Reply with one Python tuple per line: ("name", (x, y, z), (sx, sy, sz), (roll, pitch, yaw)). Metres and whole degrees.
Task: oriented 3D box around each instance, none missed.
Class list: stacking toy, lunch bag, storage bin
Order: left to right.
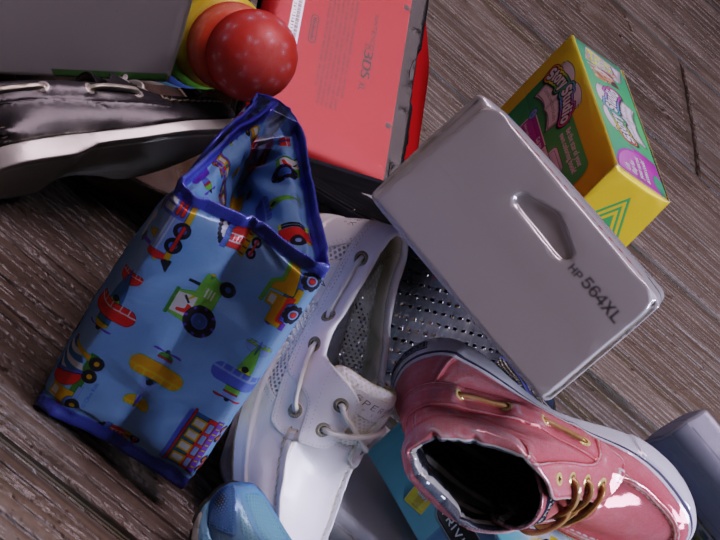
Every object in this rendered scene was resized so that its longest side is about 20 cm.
("lunch bag", (-0.085, -0.003, 1.538), (0.094, 0.151, 0.200), (30, 21, -10))
("stacking toy", (-0.093, -0.141, 1.719), (0.085, 0.085, 0.200), (36, -2, -24))
("storage bin", (0.000, 0.000, 1.738), (0.135, 0.094, 0.200), (31, 10, 34))

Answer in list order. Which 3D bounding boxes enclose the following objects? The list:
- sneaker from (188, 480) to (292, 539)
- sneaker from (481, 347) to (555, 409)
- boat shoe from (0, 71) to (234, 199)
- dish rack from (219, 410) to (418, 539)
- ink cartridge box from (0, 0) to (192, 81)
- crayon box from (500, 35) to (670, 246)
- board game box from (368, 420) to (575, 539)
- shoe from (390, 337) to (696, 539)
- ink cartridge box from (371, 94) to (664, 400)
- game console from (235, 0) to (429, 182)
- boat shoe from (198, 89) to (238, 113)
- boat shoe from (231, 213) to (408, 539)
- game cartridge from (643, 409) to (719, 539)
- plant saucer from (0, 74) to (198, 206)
("sneaker", (-0.006, 0.179, 1.434), (0.200, 0.090, 0.078), (52, 21, 21))
("sneaker", (0.105, 0.117, 1.807), (0.078, 0.075, 0.200), (28, 16, -52))
("boat shoe", (-0.152, -0.086, 1.642), (0.200, 0.074, 0.060), (-12, 75, -41))
("dish rack", (0.014, 0.135, 1.635), (0.200, 0.044, 0.172), (42, 20, -10))
("ink cartridge box", (-0.202, -0.199, 1.706), (0.145, 0.084, 0.200), (1, 33, -27))
("crayon box", (0.128, -0.051, 2.036), (0.058, 0.173, 0.200), (36, 22, -24))
("board game box", (0.106, 0.176, 1.605), (0.151, 0.047, 0.200), (20, 32, -50))
("shoe", (0.101, 0.119, 1.545), (0.200, 0.071, 0.091), (33, 26, -19))
("ink cartridge box", (0.089, -0.012, 1.557), (0.146, 0.084, 0.200), (50, 6, 5))
("game console", (-0.015, -0.116, 1.928), (0.172, 0.119, 0.200), (21, 55, -19))
("boat shoe", (-0.065, -0.120, 1.941), (0.076, 0.072, 0.200), (39, 20, -16))
("boat shoe", (-0.016, 0.067, 1.518), (0.071, 0.069, 0.200), (21, 75, -54))
("game cartridge", (0.223, 0.167, 1.840), (0.133, 0.041, 0.200), (55, -17, 18))
("plant saucer", (-0.169, -0.107, 1.772), (0.200, 0.032, 0.200), (38, 22, -18))
